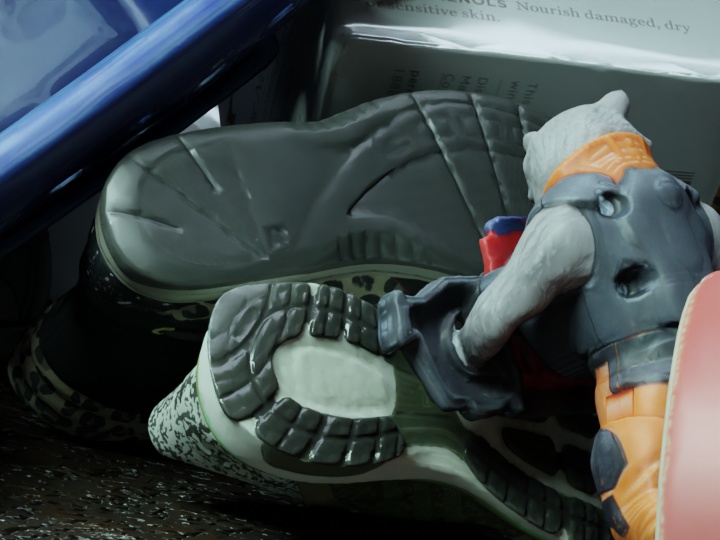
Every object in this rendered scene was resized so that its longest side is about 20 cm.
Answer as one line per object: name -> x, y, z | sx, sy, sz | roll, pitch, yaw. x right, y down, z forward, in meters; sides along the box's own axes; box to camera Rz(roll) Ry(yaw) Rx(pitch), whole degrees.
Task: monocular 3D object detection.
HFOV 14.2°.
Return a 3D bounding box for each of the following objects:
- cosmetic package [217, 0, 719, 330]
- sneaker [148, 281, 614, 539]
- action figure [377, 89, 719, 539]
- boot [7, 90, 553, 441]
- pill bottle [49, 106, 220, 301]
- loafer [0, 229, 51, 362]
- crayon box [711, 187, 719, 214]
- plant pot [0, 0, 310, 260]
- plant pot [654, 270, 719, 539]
cosmetic package -> 0.040, -0.084, 1.157 | 0.166, 0.168, 0.200 | 5, 42, -14
sneaker -> 0.014, 0.058, 0.996 | 0.200, 0.077, 0.089 | 20, -28, -30
action figure -> 0.117, 0.026, 0.955 | 0.200, 0.194, 0.105 | -11, -24, -44
boot -> -0.019, 0.002, 1.039 | 0.203, 0.074, 0.154 | -4, -22, -27
pill bottle -> -0.074, -0.030, 1.341 | 0.114, 0.115, 0.200 | 13, 8, 20
loafer -> -0.224, -0.008, 1.174 | 0.199, 0.063, 0.072 | 9, 8, -9
crayon box -> 0.184, -0.016, 1.247 | 0.125, 0.201, 0.052 | 14, 32, 32
plant pot -> -0.138, -0.115, 1.032 | 0.200, 0.200, 0.180 | 51, -17, 8
plant pot -> 0.165, 0.073, 0.685 | 0.177, 0.201, 0.200 | 2, 6, 13
